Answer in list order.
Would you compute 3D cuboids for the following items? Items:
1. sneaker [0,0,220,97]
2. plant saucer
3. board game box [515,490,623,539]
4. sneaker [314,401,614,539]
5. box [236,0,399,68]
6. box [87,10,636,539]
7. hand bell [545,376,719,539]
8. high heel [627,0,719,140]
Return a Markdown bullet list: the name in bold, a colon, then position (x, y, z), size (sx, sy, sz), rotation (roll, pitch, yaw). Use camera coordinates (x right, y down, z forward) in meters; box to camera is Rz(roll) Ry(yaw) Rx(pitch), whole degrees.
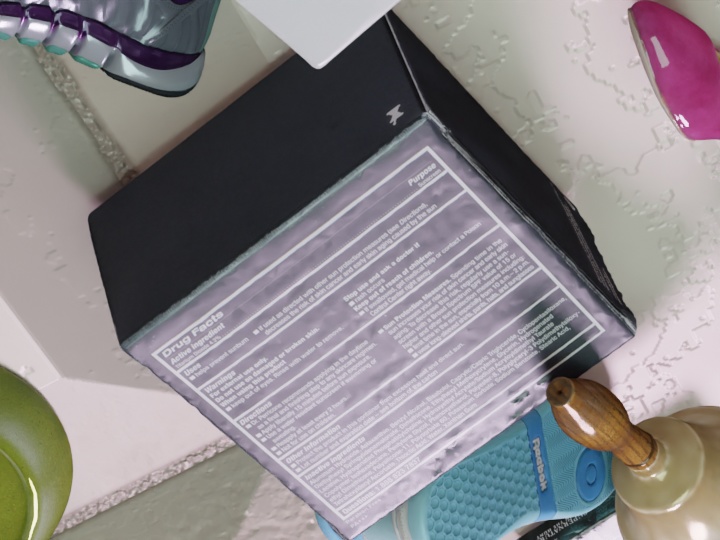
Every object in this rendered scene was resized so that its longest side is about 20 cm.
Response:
- **sneaker**: position (-0.152, -0.153, 1.310), size (0.199, 0.074, 0.088), rotation (17, 105, -35)
- **plant saucer**: position (-0.256, 0.129, 1.519), size (0.199, 0.031, 0.201), rotation (-7, 128, -9)
- **board game box**: position (0.201, 0.193, 1.696), size (0.135, 0.028, 0.200), rotation (-33, 129, 11)
- **sneaker**: position (0.054, 0.108, 1.566), size (0.200, 0.130, 0.080), rotation (-14, 101, -46)
- **box**: position (-0.046, -0.214, 1.192), size (0.106, 0.200, 0.152), rotation (-39, 127, 18)
- **box**: position (0.000, 0.000, 1.425), size (0.200, 0.123, 0.198), rotation (-36, 129, 12)
- **hand bell**: position (0.146, 0.096, 1.475), size (0.104, 0.104, 0.200), rotation (-36, 148, 14)
- **high heel**: position (0.215, -0.096, 1.438), size (0.096, 0.068, 0.200), rotation (-26, 135, 19)
